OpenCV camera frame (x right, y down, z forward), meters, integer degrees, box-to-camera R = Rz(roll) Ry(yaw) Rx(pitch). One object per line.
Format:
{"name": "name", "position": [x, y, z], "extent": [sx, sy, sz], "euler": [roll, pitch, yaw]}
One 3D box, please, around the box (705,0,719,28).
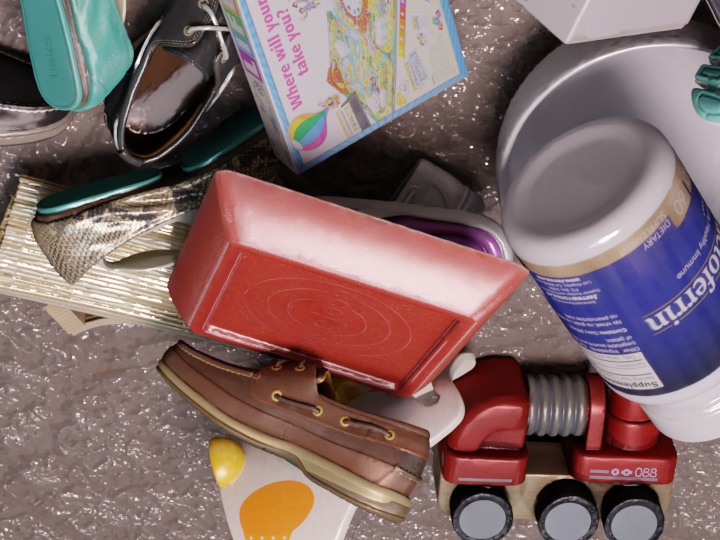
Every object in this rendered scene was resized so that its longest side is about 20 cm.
{"name": "box", "position": [0.277, -0.236, 1.065], "extent": [0.199, 0.123, 0.106], "euler": [-24, 125, 16]}

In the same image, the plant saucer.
{"name": "plant saucer", "position": [-0.018, 0.020, 1.167], "extent": [0.198, 0.037, 0.200], "euler": [17, 155, -9]}

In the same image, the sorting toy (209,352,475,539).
{"name": "sorting toy", "position": [0.000, 0.115, 1.312], "extent": [0.179, 0.200, 0.107], "euler": [-26, 101, 14]}

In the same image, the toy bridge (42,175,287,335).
{"name": "toy bridge", "position": [-0.123, -0.003, 1.290], "extent": [0.199, 0.027, 0.067], "euler": [-27, 125, 17]}

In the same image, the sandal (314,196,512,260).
{"name": "sandal", "position": [-0.001, -0.007, 1.215], "extent": [0.201, 0.050, 0.083], "euler": [-6, 111, 12]}

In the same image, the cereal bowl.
{"name": "cereal bowl", "position": [0.183, -0.083, 1.206], "extent": [0.198, 0.084, 0.201], "euler": [-1, 128, -2]}

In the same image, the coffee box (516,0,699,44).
{"name": "coffee box", "position": [0.095, -0.217, 1.009], "extent": [0.113, 0.200, 0.080], "euler": [-13, 140, -45]}

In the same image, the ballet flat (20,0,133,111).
{"name": "ballet flat", "position": [-0.181, -0.197, 1.109], "extent": [0.067, 0.070, 0.201], "euler": [10, 124, 33]}

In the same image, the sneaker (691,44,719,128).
{"name": "sneaker", "position": [0.282, -0.134, 1.118], "extent": [0.200, 0.077, 0.091], "euler": [-46, 121, -16]}

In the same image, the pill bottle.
{"name": "pill bottle", "position": [0.181, 0.011, 1.154], "extent": [0.115, 0.116, 0.200], "euler": [-26, 125, 17]}

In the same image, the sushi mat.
{"name": "sushi mat", "position": [-0.150, -0.002, 1.263], "extent": [0.198, 0.012, 0.096], "euler": [14, 124, -12]}

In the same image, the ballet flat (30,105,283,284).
{"name": "ballet flat", "position": [-0.116, -0.047, 1.211], "extent": [0.199, 0.068, 0.076], "euler": [-25, 110, -3]}

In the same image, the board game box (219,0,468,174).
{"name": "board game box", "position": [-0.018, -0.175, 1.119], "extent": [0.134, 0.034, 0.201], "euler": [-31, 128, -16]}

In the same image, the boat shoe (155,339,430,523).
{"name": "boat shoe", "position": [-0.042, 0.092, 1.210], "extent": [0.199, 0.072, 0.068], "euler": [27, 87, 21]}

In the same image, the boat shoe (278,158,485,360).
{"name": "boat shoe", "position": [-0.001, 0.002, 1.278], "extent": [0.068, 0.072, 0.200], "euler": [41, 122, -9]}

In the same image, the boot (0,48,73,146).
{"name": "boot", "position": [-0.263, -0.165, 1.132], "extent": [0.198, 0.073, 0.151], "euler": [16, 127, -7]}

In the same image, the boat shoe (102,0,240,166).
{"name": "boat shoe", "position": [-0.092, -0.149, 1.153], "extent": [0.072, 0.068, 0.200], "euler": [31, 116, -23]}

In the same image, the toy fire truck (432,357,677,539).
{"name": "toy fire truck", "position": [0.149, 0.101, 1.336], "extent": [0.174, 0.129, 0.202], "euler": [3, 116, -4]}
